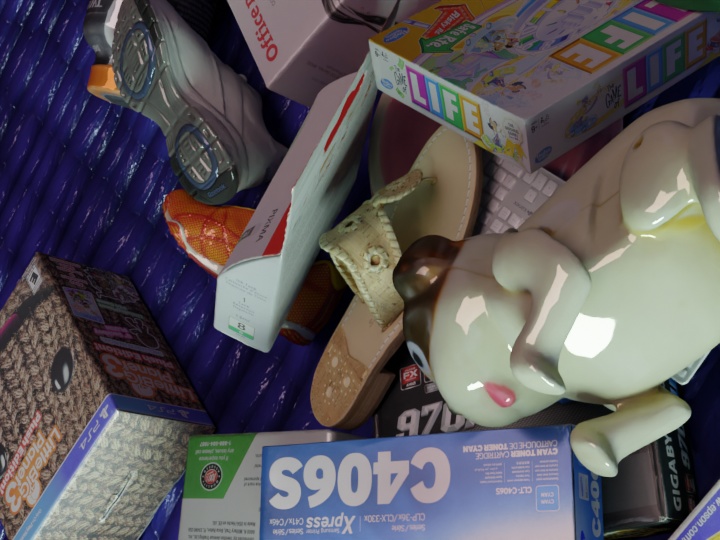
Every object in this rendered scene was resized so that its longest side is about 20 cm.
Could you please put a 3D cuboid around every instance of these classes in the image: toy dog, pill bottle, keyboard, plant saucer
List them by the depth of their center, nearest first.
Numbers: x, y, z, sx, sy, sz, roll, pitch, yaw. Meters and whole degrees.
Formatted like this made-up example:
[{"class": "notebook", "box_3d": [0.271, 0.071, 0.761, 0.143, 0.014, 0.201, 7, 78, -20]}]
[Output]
[{"class": "toy dog", "box_3d": [0.109, 0.002, 0.618, 0.199, 0.139, 0.195, -29, 44, 25]}, {"class": "keyboard", "box_3d": [0.124, -0.011, 0.703, 0.200, 0.011, 0.057, 39, 103, 40]}, {"class": "plant saucer", "box_3d": [0.075, -0.087, 0.814, 0.200, 0.051, 0.202, -16, 66, 41]}, {"class": "pill bottle", "box_3d": [-0.174, -0.238, 1.066, 0.106, 0.106, 0.202, 10, 84, 45]}]

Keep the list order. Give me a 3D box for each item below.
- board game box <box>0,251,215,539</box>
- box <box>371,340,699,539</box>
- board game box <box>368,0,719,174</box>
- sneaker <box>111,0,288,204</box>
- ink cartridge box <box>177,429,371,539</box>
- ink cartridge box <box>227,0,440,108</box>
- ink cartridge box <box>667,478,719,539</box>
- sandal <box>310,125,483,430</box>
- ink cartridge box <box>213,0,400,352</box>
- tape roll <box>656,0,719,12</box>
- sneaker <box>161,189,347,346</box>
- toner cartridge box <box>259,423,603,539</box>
[{"class": "board game box", "box_3d": [-0.232, 0.114, 1.018, 0.160, 0.096, 0.200, -55, 47, 17]}, {"class": "box", "box_3d": [0.095, 0.087, 0.741, 0.199, 0.046, 0.160, -20, 64, 38]}, {"class": "board game box", "box_3d": [0.123, -0.138, 0.703, 0.199, 0.034, 0.134, -32, 42, -22]}, {"class": "sneaker", "box_3d": [-0.129, -0.139, 0.980, 0.074, 0.087, 0.201, -43, 70, 41]}, {"class": "ink cartridge box", "box_3d": [-0.050, 0.211, 0.818, 0.146, 0.083, 0.202, -8, 71, 42]}, {"class": "ink cartridge box", "box_3d": [-0.003, -0.234, 0.911, 0.200, 0.084, 0.145, -45, 50, 26]}, {"class": "ink cartridge box", "box_3d": [0.197, 0.227, 0.599, 0.199, 0.043, 0.200, -55, 45, 18]}, {"class": "sandal", "box_3d": [0.003, 0.003, 0.762, 0.078, 0.069, 0.213, 46, 118, 50]}, {"class": "ink cartridge box", "box_3d": [-0.038, -0.062, 0.786, 0.050, 0.200, 0.162, 22, 60, 6]}, {"class": "tape roll", "box_3d": [0.217, -0.230, 0.670, 0.199, 0.048, 0.202, -17, 49, 21]}, {"class": "sneaker", "box_3d": [-0.079, -0.016, 0.942, 0.200, 0.073, 0.077, 35, 86, 38]}, {"class": "toner cartridge box", "box_3d": [0.035, 0.141, 0.695, 0.199, 0.043, 0.096, -9, 73, 30]}]
